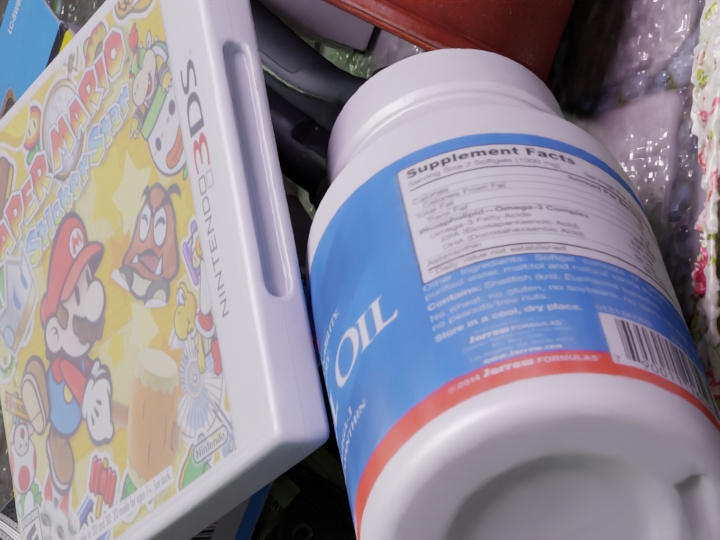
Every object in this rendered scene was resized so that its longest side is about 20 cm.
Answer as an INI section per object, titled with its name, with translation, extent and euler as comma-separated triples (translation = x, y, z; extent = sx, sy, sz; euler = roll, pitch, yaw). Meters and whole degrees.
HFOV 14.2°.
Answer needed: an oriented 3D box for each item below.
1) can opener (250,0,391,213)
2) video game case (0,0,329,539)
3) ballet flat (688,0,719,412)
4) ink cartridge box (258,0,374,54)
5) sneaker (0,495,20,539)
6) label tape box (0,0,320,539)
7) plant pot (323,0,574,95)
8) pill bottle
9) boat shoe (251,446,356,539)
[can opener]
translation = -0.024, -0.064, 1.099
extent = 0.200, 0.079, 0.063
euler = 31, 116, 31
[video game case]
translation = -0.079, 0.005, 0.982
extent = 0.200, 0.023, 0.182
euler = -39, 56, 54
[ballet flat]
translation = 0.137, -0.014, 0.885
extent = 0.064, 0.076, 0.200
euler = 80, -170, -83
[ink cartridge box]
translation = -0.028, -0.209, 1.205
extent = 0.147, 0.083, 0.200
euler = 35, 106, 55
[sneaker]
translation = -0.077, 0.153, 1.099
extent = 0.077, 0.078, 0.200
euler = -36, 57, -8
[label tape box]
translation = -0.087, -0.001, 1.083
extent = 0.200, 0.063, 0.144
euler = 58, 136, 44
[plant pot]
translation = 0.021, -0.190, 1.040
extent = 0.201, 0.201, 0.195
euler = 31, 96, 56
[pill bottle]
translation = 0.042, 0.019, 0.887
extent = 0.112, 0.112, 0.200
euler = -57, 25, 27
[boat shoe]
translation = -0.016, 0.116, 1.078
extent = 0.200, 0.065, 0.073
euler = 32, 105, 56
